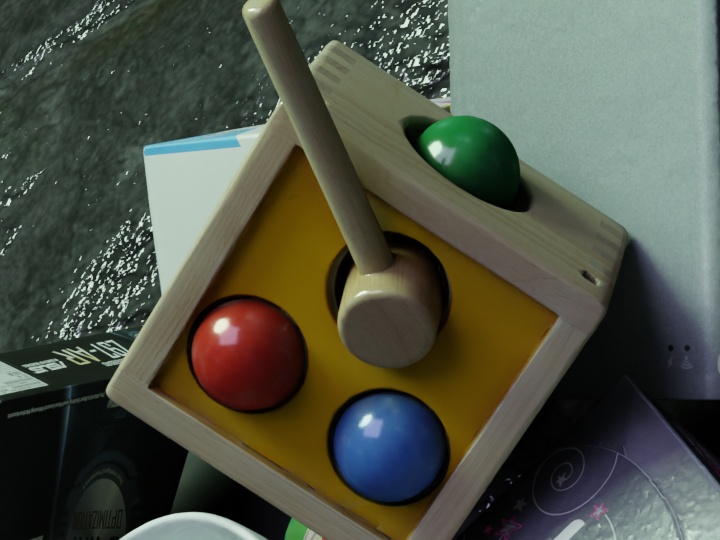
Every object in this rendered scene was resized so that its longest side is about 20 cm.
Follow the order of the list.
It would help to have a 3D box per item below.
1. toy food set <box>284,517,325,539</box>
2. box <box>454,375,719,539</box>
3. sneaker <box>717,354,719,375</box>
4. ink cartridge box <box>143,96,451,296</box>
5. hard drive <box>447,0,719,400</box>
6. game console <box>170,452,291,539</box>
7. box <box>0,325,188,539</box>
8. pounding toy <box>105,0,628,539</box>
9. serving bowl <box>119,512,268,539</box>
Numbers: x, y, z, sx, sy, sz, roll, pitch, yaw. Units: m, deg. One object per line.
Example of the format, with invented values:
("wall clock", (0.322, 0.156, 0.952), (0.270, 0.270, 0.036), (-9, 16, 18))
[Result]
("toy food set", (-0.015, 0.195, 1.156), (0.200, 0.048, 0.199), (-112, 39, -56))
("box", (0.134, 0.163, 1.041), (0.132, 0.115, 0.200), (-44, 37, 6))
("sneaker", (0.242, 0.022, 1.098), (0.199, 0.080, 0.071), (-33, 36, -13))
("ink cartridge box", (0.013, -0.017, 1.258), (0.128, 0.199, 0.126), (-3, 98, 42))
("hard drive", (0.104, -0.044, 1.128), (0.139, 0.033, 0.202), (-2, 90, 36))
("game console", (-0.099, 0.150, 1.371), (0.200, 0.116, 0.176), (-42, 8, 9))
("box", (-0.156, 0.116, 1.215), (0.043, 0.200, 0.161), (23, 103, 23))
("pounding toy", (0.000, 0.000, 1.054), (0.201, 0.184, 0.142), (-57, 1, 22))
("serving bowl", (-0.065, 0.209, 1.087), (0.199, 0.066, 0.201), (-23, 58, 41))
